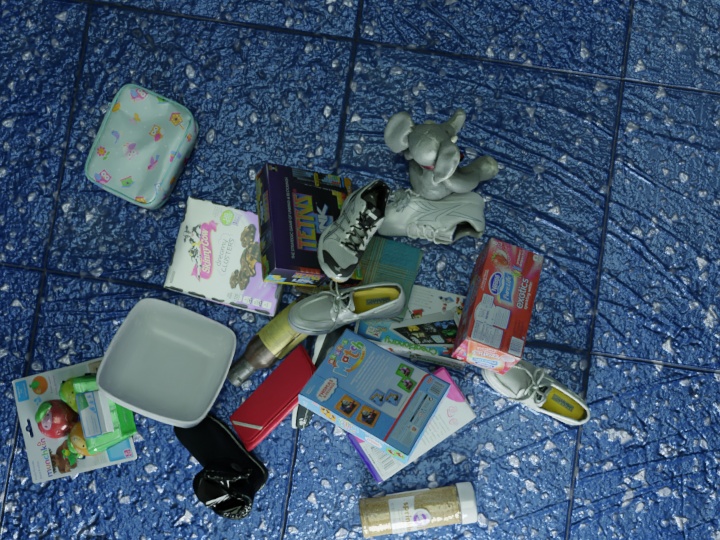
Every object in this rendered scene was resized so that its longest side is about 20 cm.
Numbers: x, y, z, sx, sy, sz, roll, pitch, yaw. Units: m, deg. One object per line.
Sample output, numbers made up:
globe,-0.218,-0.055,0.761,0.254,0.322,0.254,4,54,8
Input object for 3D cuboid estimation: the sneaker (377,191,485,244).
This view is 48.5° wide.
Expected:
sneaker,0.124,-0.087,1.395,0.198,0.075,0.088,-8,49,2

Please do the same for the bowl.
bowl,-0.328,0.166,1.362,0.198,0.075,0.201,21,54,-1

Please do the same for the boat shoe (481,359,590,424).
boat shoe,0.304,0.208,1.372,0.201,0.086,0.075,31,86,2

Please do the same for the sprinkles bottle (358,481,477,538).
sprinkles bottle,0.099,0.412,1.374,0.198,0.068,0.069,-9,86,0

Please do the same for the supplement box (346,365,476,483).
supplement box,0.086,0.260,1.369,0.199,0.103,0.102,-34,85,-1

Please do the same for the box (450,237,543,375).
box,0.232,0.061,1.353,0.099,0.096,0.201,20,64,-2

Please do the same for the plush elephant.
plush elephant,0.127,-0.203,1.342,0.165,0.155,0.200,41,64,19

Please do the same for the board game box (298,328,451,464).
board game box,0.023,0.198,1.287,0.199,0.037,0.151,27,54,15

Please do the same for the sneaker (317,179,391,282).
sneaker,-0.007,-0.074,1.313,0.075,0.088,0.201,34,52,-19

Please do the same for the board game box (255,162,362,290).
board game box,-0.088,-0.073,1.353,0.164,0.057,0.201,7,62,-31

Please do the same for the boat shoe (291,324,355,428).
boat shoe,-0.064,0.184,1.389,0.060,0.076,0.201,18,87,7

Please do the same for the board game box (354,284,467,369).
board game box,0.095,0.089,1.395,0.199,0.035,0.127,13,64,1

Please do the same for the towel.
towel,0.000,0.000,1.401,0.199,0.022,0.147,15,64,9

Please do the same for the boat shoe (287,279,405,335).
boat shoe,-0.023,0.055,1.316,0.200,0.086,0.075,-7,67,-2

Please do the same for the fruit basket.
fruit basket,-0.498,0.257,1.377,0.199,0.094,0.187,-13,86,3

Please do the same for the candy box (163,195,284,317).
candy box,-0.225,-0.023,1.406,0.199,0.072,0.169,14,85,1

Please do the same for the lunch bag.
lunch bag,-0.390,-0.223,1.421,0.160,0.077,0.201,24,86,3

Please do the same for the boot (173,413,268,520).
boot,-0.246,0.319,1.330,0.200,0.168,0.077,39,93,3

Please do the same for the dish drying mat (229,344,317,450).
dish drying mat,-0.148,0.220,1.369,0.200,0.018,0.077,-47,59,21

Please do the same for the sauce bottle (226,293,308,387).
sauce bottle,-0.153,0.125,1.396,0.200,0.065,0.065,-40,86,4
